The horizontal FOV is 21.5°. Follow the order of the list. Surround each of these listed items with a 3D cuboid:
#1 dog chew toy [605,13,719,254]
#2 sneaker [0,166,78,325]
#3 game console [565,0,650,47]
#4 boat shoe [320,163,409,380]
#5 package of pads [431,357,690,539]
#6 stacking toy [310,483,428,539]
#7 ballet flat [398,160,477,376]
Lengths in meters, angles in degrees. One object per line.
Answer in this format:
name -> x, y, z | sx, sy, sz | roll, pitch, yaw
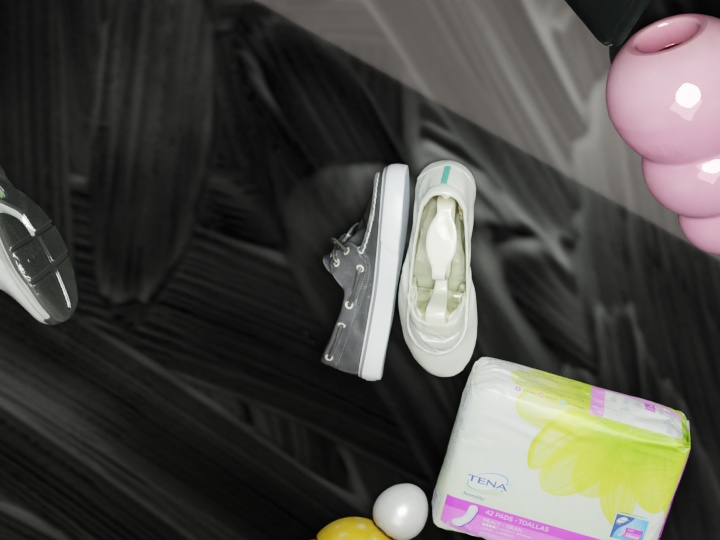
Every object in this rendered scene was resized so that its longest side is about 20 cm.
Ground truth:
dog chew toy -> 0.270, -0.098, 1.493 | 0.124, 0.125, 0.200 | -16, 117, 15
sneaker -> -0.337, -0.023, 1.650 | 0.115, 0.076, 0.201 | -31, 97, 28
game console -> 0.199, -0.304, 1.419 | 0.176, 0.116, 0.200 | -34, 70, -6
boat shoe -> 0.000, 0.000, 1.605 | 0.066, 0.070, 0.200 | 10, 121, 3
package of pads -> 0.174, 0.170, 1.644 | 0.200, 0.068, 0.155 | 15, 114, 2
stacking toy -> -0.013, 0.269, 1.701 | 0.146, 0.146, 0.200 | 36, 96, -7
ballet flat -> 0.065, 0.008, 1.595 | 0.069, 0.069, 0.200 | 5, 113, 7
